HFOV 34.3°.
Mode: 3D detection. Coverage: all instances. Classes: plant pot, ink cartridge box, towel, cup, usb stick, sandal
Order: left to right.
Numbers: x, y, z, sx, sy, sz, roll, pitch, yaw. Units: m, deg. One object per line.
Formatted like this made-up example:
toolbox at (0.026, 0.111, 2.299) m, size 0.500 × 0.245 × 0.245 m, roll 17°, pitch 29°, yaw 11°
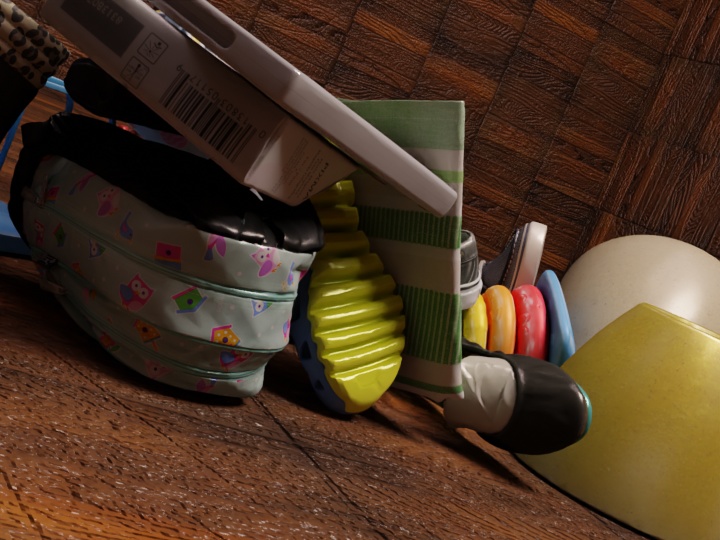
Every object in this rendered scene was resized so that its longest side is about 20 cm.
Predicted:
usb stick at (-0.116, -0.107, 0.788) m, size 0.055 × 0.033 × 0.200 m, roll 25°, pitch 9°, yaw 29°
ink cartridge box at (-0.080, -0.097, 0.708) m, size 0.162 × 0.057 × 0.200 m, roll 39°, pitch 1°, yaw 17°
sandal at (-0.030, 0.007, 0.804) m, size 0.079 × 0.087 × 0.201 m, roll 4°, pitch 61°, yaw -37°
towel at (0.019, -0.018, 0.814) m, size 0.023 × 0.201 × 0.152 m, roll -7°, pitch 12°, yaw -39°
cup at (0.249, 0.088, 1.056) m, size 0.200 × 0.201 × 0.143 m, roll 25°, pitch 35°, yaw 15°
plant pot at (0.231, 0.109, 0.890) m, size 0.199 × 0.142 × 0.200 m, roll 23°, pitch 6°, yaw -2°

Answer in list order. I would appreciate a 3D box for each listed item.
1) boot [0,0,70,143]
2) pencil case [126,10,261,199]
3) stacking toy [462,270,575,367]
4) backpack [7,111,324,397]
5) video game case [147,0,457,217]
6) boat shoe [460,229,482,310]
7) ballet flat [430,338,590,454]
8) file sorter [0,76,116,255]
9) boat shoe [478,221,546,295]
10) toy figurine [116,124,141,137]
boot at (-0.289, -0.125, 0.683) m, size 0.203 × 0.154 × 0.073 m, roll 37°, pitch -3°, yaw -24°
pencil case at (-0.119, -0.117, 0.914) m, size 0.083 × 0.091 × 0.200 m, roll 22°, pitch -14°, yaw 33°
stacking toy at (0.073, 0.059, 0.993) m, size 0.199 × 0.116 × 0.110 m, roll 5°, pitch 35°, yaw -6°
backpack at (-0.112, -0.011, 0.713) m, size 0.166 × 0.127 × 0.200 m, roll 3°, pitch 19°, yaw -39°
video game case at (-0.047, -0.114, 0.700) m, size 0.182 × 0.023 × 0.200 m, roll 41°, pitch 7°, yaw 32°
boat shoe at (0.000, 0.000, 0.946) m, size 0.199 × 0.071 × 0.072 m, roll -8°, pitch 26°, yaw -11°
ballet flat at (0.079, 0.086, 0.845) m, size 0.068 × 0.068 × 0.200 m, roll 10°, pitch 2°, yaw -29°
file sorter at (-0.297, -0.106, 0.837) m, size 0.200 × 0.123 × 0.139 m, roll 27°, pitch 8°, yaw 27°
boat shoe at (0.109, 0.023, 1.104) m, size 0.092 × 0.200 × 0.075 m, roll 18°, pitch 45°, yaw 4°
toy figurine at (-0.190, -0.111, 0.993) m, size 0.150 × 0.185 × 0.200 m, roll 21°, pitch 7°, yaw -17°
